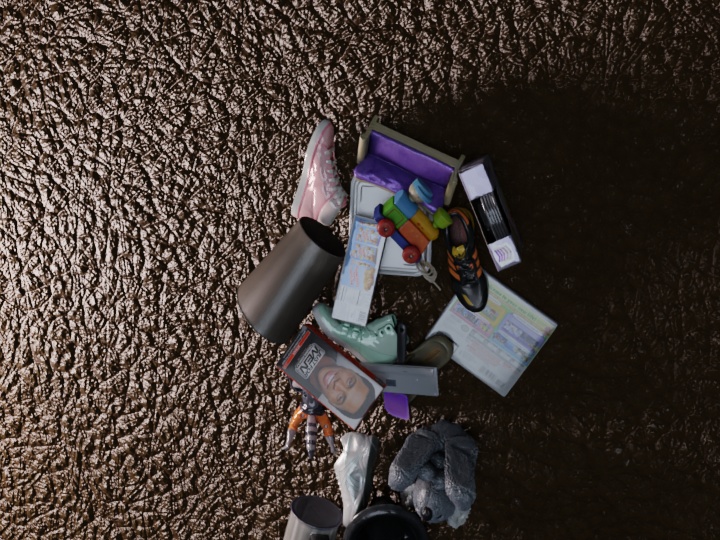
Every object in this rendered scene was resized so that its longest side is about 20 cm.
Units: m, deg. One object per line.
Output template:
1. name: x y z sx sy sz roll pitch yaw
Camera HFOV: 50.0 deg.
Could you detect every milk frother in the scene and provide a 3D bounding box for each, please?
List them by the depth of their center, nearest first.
1. milk frother: -0.067 0.609 1.646 0.196 0.180 0.192 5 109 -36

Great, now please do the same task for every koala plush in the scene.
1. koala plush: 0.156 0.430 1.557 0.173 0.185 0.204 11 125 16

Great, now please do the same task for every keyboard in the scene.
1. keyboard: 0.059 0.212 1.511 0.196 0.011 0.058 0 107 27

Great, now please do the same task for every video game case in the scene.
1. video game case: 0.257 0.120 1.524 0.198 0.022 0.184 35 106 2

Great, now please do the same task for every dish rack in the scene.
1. dish rack: 0.056 -0.089 1.505 0.167 0.044 0.205 4 102 10

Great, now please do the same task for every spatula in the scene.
1. spatula: 0.075 0.198 1.516 0.055 0.020 0.205 12 108 27

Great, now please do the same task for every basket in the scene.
1. basket: -0.129 0.010 1.485 0.134 0.182 0.201 29 114 -28

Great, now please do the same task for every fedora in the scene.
1. fedora: 0.051 0.545 1.606 0.195 0.092 0.205 -1 114 -2

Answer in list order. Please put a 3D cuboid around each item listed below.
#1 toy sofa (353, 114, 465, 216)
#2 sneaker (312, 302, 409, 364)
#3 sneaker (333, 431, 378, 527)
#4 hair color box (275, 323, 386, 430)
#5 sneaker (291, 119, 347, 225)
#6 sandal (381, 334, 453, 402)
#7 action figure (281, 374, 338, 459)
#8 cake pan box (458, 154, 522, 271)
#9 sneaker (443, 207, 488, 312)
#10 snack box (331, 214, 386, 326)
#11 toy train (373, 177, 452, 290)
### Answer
1. toy sofa: 0.087 -0.193 1.431 0.197 0.083 0.099 26 64 7
2. sneaker: 0.006 0.105 1.538 0.199 0.074 0.118 39 112 -10
3. sneaker: -0.016 0.437 1.622 0.078 0.070 0.206 11 92 20
4. hair color box: -0.057 0.203 1.500 0.198 0.061 0.102 37 92 8
5. sneaker: -0.060 -0.181 1.489 0.103 0.075 0.204 22 113 9
6. sandal: 0.107 0.207 1.546 0.080 0.054 0.200 43 117 -1
7. action figure: -0.067 0.275 1.570 0.195 0.105 0.199 6 93 4
8. cake pan box: 0.236 -0.108 1.387 0.051 0.200 0.188 -23 95 16
9. sneaker: 0.192 -0.018 1.456 0.068 0.090 0.205 -11 89 18
10. snack box: 0.000 0.000 1.484 0.070 0.024 0.205 14 95 8
11. toy train: 0.125 -0.067 1.421 0.115 0.085 0.200 -38 109 21
